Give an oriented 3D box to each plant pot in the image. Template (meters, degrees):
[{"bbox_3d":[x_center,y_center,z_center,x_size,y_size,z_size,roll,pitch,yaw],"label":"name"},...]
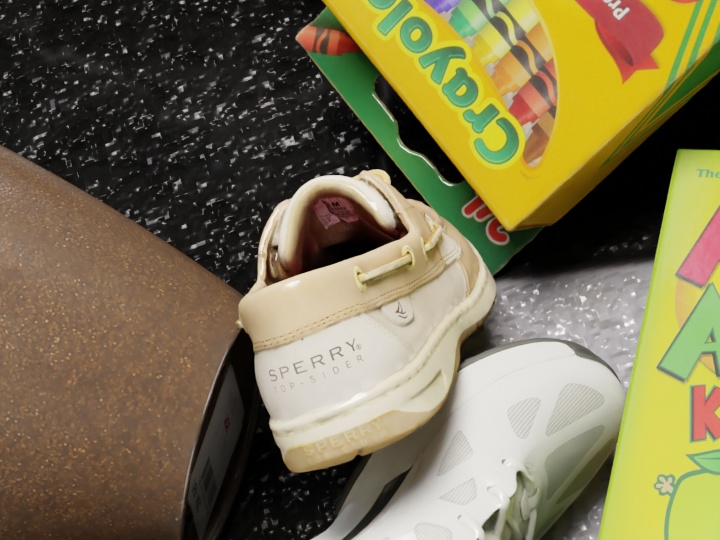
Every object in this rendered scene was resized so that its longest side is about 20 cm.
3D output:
[{"bbox_3d":[-0.140,0.034,0.821,0.199,0.187,0.187,15,58,10],"label":"plant pot"}]

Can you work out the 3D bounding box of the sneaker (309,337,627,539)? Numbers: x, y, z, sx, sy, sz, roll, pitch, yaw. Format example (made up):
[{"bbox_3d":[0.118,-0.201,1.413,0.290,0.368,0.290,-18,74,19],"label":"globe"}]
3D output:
[{"bbox_3d":[0.035,0.105,0.736,0.200,0.076,0.115,-38,36,-23],"label":"sneaker"}]

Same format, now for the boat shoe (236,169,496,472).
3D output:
[{"bbox_3d":[0.000,0.000,0.798,0.074,0.069,0.200,-21,13,10],"label":"boat shoe"}]

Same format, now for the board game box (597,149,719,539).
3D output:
[{"bbox_3d":[0.141,0.052,0.784,0.101,0.048,0.200,3,55,20],"label":"board game box"}]

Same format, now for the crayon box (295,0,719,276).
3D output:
[{"bbox_3d":[0.070,-0.104,0.840,0.200,0.051,0.127,-44,76,22],"label":"crayon box"}]
